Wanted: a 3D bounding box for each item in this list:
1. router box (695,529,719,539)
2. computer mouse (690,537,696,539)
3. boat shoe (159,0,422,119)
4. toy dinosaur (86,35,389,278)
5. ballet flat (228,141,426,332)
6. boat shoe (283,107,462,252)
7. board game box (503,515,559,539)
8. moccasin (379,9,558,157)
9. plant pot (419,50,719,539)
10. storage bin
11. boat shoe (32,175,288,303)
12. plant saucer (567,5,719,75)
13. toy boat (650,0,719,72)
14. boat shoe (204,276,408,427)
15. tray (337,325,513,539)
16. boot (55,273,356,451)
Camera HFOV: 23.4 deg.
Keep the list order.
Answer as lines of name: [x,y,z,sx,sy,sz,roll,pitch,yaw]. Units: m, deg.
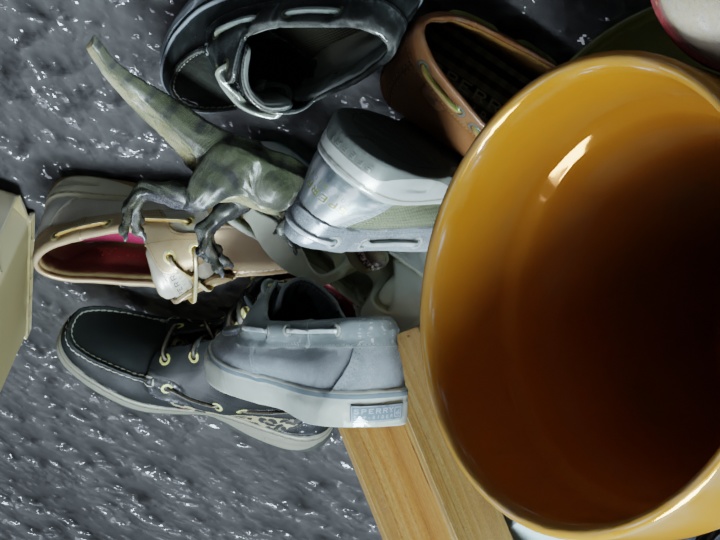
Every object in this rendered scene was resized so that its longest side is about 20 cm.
router box: [0.257,0.085,0.946,0.052,0.157,0.200,32,148,6]
computer mouse: [0.232,0.172,1.134,0.200,0.046,0.140,43,176,-31]
boat shoe: [-0.048,-0.116,0.903,0.072,0.071,0.200,37,145,-25]
toy dinosaur: [-0.081,-0.045,0.951,0.200,0.048,0.088,31,115,-18]
ballet flat: [0.000,0.000,1.012,0.200,0.070,0.069,34,148,4]
boat shoe: [0.027,-0.036,0.909,0.074,0.065,0.202,43,-164,19]
board game box: [0.110,0.112,1.035,0.064,0.148,0.200,20,151,-8]
moccasin: [0.107,-0.070,0.888,0.201,0.074,0.078,36,163,-8]
plant pot: [0.159,0.020,0.766,0.183,0.201,0.200,9,159,-40]
storage bin: [-0.301,0.062,1.184,0.093,0.201,0.199,18,147,0]
boat shoe: [-0.115,-0.012,1.094,0.199,0.069,0.074,3,142,22]
plant saucer: [0.160,-0.050,0.846,0.199,0.031,0.201,-7,123,-10]
toy boat: [0.218,-0.123,0.730,0.199,0.131,0.131,18,178,4]
boat shoe: [-0.029,0.039,0.964,0.070,0.072,0.201,1,-176,-27]
tray: [0.044,0.139,0.987,0.037,0.201,0.099,-18,171,-24]
boot: [-0.096,0.041,1.164,0.203,0.074,0.154,19,145,-5]
